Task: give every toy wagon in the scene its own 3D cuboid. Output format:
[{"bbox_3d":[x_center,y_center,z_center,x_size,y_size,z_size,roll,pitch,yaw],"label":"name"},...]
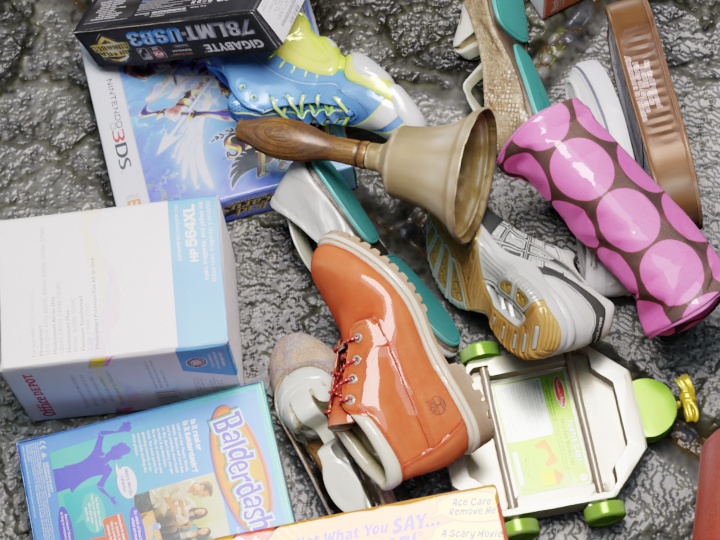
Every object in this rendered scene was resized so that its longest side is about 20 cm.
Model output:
[{"bbox_3d":[0.162,0.122,1.573,0.198,0.040,0.157,-10,68,-2],"label":"toy wagon"}]

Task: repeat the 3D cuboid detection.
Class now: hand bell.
[{"bbox_3d":[-0.004,-0.091,1.566,0.198,0.104,0.105,12,69,17],"label":"hand bell"}]

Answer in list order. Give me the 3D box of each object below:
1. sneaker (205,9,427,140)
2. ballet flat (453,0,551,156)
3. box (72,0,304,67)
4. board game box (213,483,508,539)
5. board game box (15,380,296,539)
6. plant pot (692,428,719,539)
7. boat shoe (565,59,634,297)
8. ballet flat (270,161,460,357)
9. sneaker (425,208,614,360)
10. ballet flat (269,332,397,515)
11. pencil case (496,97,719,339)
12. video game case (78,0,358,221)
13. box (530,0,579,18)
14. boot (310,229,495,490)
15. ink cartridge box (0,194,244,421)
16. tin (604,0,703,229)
[{"bbox_3d":[-0.042,-0.137,1.633,0.200,0.076,0.105,39,84,22],"label":"sneaker"},{"bbox_3d":[0.109,-0.179,1.682,0.065,0.070,0.202,-26,53,24],"label":"ballet flat"},{"bbox_3d":[-0.112,-0.257,1.652,0.199,0.050,0.200,-2,49,37],"label":"box"},{"bbox_3d":[0.017,0.290,1.426,0.198,0.200,0.202,-11,68,-1],"label":"board game box"},{"bbox_3d":[-0.152,0.183,1.563,0.198,0.045,0.153,-13,67,-2],"label":"board game box"},{"bbox_3d":[0.315,0.217,1.452,0.198,0.201,0.197,3,60,4],"label":"plant pot"},{"bbox_3d":[0.183,-0.073,1.637,0.065,0.072,0.202,-9,76,-5],"label":"boat shoe"},{"bbox_3d":[0.000,0.000,1.618,0.069,0.069,0.201,-37,84,-11],"label":"ballet flat"},{"bbox_3d":[0.123,0.003,1.599,0.087,0.076,0.200,-7,38,-29],"label":"sneaker"},{"bbox_3d":[-0.022,0.129,1.561,0.068,0.067,0.201,-34,68,10],"label":"ballet flat"},{"bbox_3d":[0.193,-0.036,1.552,0.200,0.094,0.090,51,44,10],"label":"pencil case"},{"bbox_3d":[-0.119,-0.132,1.690,0.198,0.046,0.183,-15,69,-3],"label":"video game case"},{"bbox_3d":[0.216,-0.318,1.701,0.199,0.125,0.098,-27,69,-7],"label":"box"},{"bbox_3d":[0.005,0.066,1.527,0.107,0.075,0.201,-28,77,-23],"label":"boot"},{"bbox_3d":[-0.197,0.032,1.582,0.198,0.129,0.126,-6,67,0],"label":"ink cartridge box"},{"bbox_3d":[0.233,-0.124,1.631,0.041,0.112,0.202,-15,67,7],"label":"tin"}]
